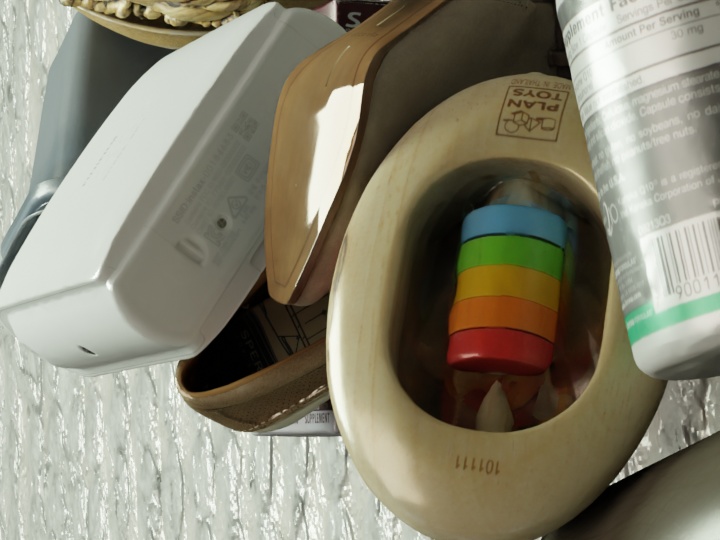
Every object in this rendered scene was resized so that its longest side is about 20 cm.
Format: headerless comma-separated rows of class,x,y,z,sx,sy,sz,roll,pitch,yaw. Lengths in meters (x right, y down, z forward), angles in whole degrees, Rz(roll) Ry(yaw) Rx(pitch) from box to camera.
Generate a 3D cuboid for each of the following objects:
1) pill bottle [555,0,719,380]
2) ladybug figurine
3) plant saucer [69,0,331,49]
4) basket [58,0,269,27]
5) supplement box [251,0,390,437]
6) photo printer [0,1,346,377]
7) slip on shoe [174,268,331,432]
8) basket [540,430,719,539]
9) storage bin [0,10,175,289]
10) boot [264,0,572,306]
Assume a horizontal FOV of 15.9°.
pill bottle,0.133,-0.069,0.921,0.113,0.113,0.201,-30,68,62
ladybug figurine,0.058,0.017,0.992,0.072,0.135,0.201,70,-150,-63
plant saucer,-0.080,-0.173,1.362,0.201,0.199,0.036,-116,19,-44
basket,-0.090,-0.241,1.293,0.149,0.142,0.200,84,-156,-45
supplement box,-0.008,-0.022,1.230,0.109,0.061,0.201,170,101,-65
photo printer,-0.089,-0.032,1.178,0.167,0.069,0.200,-58,16,-17
slip on shoe,0.000,0.000,1.129,0.200,0.061,0.076,-35,68,18
basket,0.165,0.114,0.898,0.200,0.135,0.181,-50,51,49
storage bin,-0.086,-0.060,1.371,0.146,0.199,0.135,130,144,-60
boot,0.046,-0.077,1.065,0.070,0.146,0.201,30,110,55
